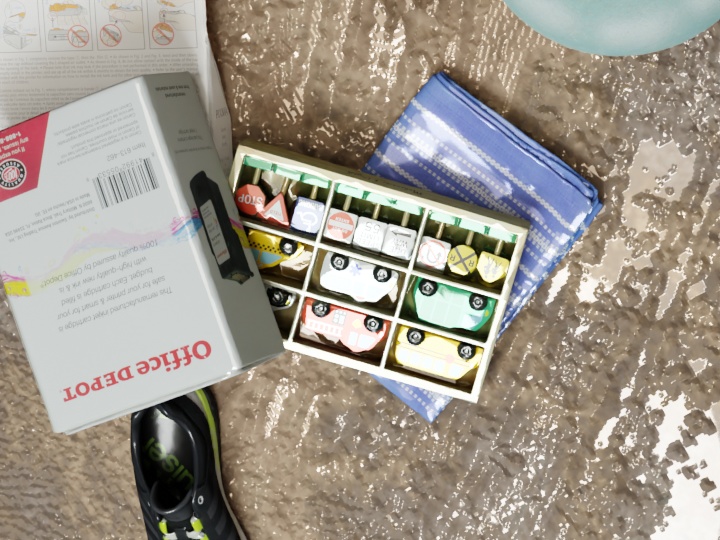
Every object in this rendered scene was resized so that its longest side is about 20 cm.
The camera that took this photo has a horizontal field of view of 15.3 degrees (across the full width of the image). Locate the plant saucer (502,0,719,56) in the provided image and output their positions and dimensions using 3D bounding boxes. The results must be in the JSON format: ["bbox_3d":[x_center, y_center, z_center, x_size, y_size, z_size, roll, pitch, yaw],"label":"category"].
[{"bbox_3d":[0.164,-0.235,1.712,0.201,0.039,0.201,2,101,12],"label":"plant saucer"}]

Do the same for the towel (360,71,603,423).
[{"bbox_3d":[0.050,-0.015,1.785,0.145,0.024,0.200,38,106,5],"label":"towel"}]

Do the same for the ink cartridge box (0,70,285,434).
[{"bbox_3d":[-0.155,-0.011,1.739,0.146,0.083,0.200,-19,89,21],"label":"ink cartridge box"}]

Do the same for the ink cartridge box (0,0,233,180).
[{"bbox_3d":[-0.171,-0.123,1.806,0.161,0.050,0.200,0,97,13],"label":"ink cartridge box"}]

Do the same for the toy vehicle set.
[{"bbox_3d":[0.000,0.000,1.766,0.200,0.027,0.124,16,104,4],"label":"toy vehicle set"}]

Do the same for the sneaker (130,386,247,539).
[{"bbox_3d":[-0.126,0.166,1.827,0.072,0.083,0.200,-11,97,15],"label":"sneaker"}]
